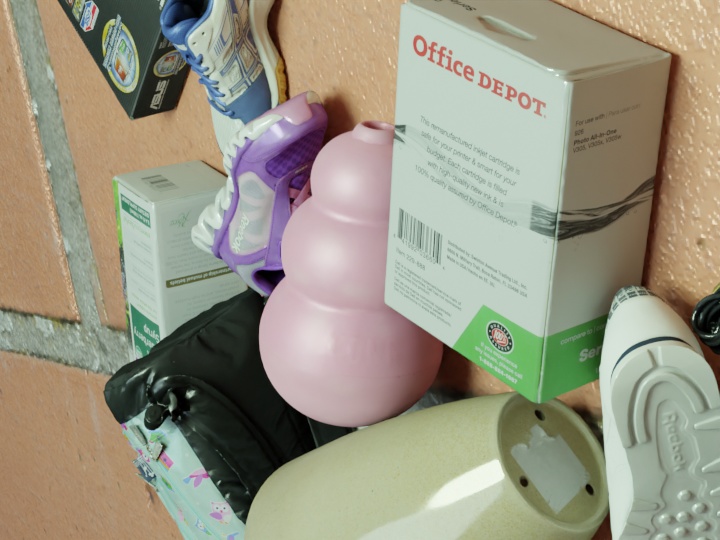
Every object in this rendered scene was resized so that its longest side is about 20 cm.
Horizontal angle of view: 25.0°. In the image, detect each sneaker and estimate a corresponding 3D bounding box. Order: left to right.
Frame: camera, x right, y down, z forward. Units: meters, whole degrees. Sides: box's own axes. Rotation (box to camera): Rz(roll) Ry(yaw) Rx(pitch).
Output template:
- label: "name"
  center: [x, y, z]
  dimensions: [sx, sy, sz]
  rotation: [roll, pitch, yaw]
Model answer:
- label: "sneaker"
  center: [-0.107, -0.165, 1.179]
  dimensions: [0.075, 0.088, 0.200]
  rotation: [28, 128, 45]
- label: "sneaker"
  center: [-0.056, -0.049, 1.175]
  dimensions: [0.088, 0.080, 0.200]
  rotation: [53, 148, 16]
- label: "sneaker"
  center: [0.171, 0.105, 0.920]
  dimensions: [0.081, 0.076, 0.200]
  rotation: [-104, 6, -59]

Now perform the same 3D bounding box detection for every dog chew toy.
- label: "dog chew toy"
  center: [0.000, 0.000, 1.074]
  dimensions: [0.125, 0.124, 0.200]
  rotation: [31, 121, 46]

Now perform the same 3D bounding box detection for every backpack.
- label: "backpack"
  center: [-0.091, 0.133, 1.245]
  dimensions: [0.127, 0.167, 0.200]
  rotation: [-19, 104, 53]

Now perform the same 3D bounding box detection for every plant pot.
- label: "plant pot"
  center: [0.058, 0.161, 1.028]
  dimensions: [0.200, 0.187, 0.187]
  rotation: [-39, 72, 41]

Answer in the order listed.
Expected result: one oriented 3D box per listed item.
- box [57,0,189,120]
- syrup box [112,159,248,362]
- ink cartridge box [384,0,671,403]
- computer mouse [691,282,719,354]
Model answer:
- label: "box"
  center: [-0.178, -0.244, 1.285]
  dimensions: [0.160, 0.044, 0.200]
  rotation: [58, 145, 22]
- label: "syrup box"
  center: [-0.142, 0.020, 1.320]
  dimensions: [0.079, 0.081, 0.200]
  rotation: [33, 130, 53]
- label: "ink cartridge box"
  center: [0.092, -0.049, 0.939]
  dimensions: [0.146, 0.084, 0.200]
  rotation: [35, 132, 44]
- label: "computer mouse"
  center: [0.239, 0.076, 0.816]
  dimensions: [0.200, 0.044, 0.110]
  rotation: [63, 145, 15]
